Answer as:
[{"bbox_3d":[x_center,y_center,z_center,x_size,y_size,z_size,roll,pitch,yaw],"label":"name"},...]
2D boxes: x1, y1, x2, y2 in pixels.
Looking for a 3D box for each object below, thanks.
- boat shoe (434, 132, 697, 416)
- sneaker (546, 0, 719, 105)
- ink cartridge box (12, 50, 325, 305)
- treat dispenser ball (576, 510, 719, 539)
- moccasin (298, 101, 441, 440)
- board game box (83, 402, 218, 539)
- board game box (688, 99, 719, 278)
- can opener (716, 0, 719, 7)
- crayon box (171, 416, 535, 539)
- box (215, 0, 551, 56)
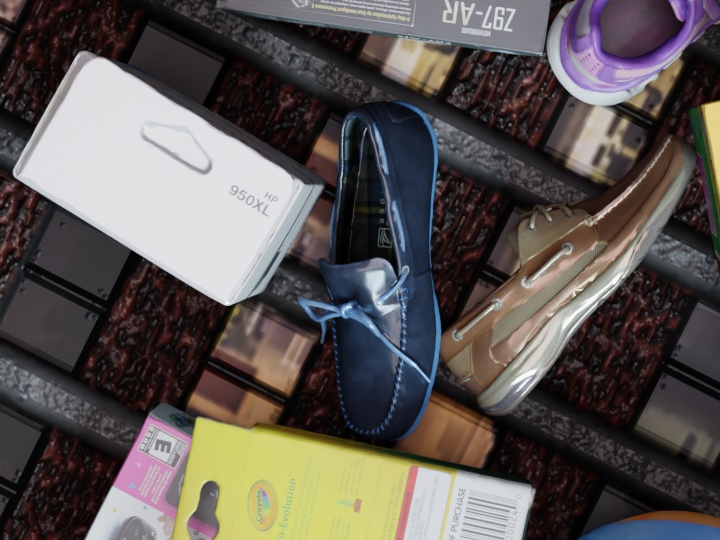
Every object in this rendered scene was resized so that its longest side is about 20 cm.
[{"bbox_3d":[0.120,-0.007,1.655,0.072,0.076,0.200,40,92,3],"label":"boat shoe"},{"bbox_3d":[0.195,-0.176,1.638,0.200,0.088,0.081,-43,88,2],"label":"sneaker"},{"bbox_3d":[-0.105,-0.053,1.600,0.144,0.200,0.084,31,93,2],"label":"ink cartridge box"},{"bbox_3d":[0.179,0.238,1.596,0.200,0.201,0.202,0,92,3],"label":"treat dispenser ball"},{"bbox_3d":[0.000,0.000,1.655,0.080,0.068,0.201,-6,83,35],"label":"moccasin"},{"bbox_3d":[-0.068,0.192,1.676,0.199,0.064,0.148,27,93,0],"label":"board game box"},{"bbox_3d":[0.230,0.000,1.610,0.040,0.153,0.201,-11,91,4],"label":"board game box"},{"bbox_3d":[0.291,-0.192,1.625,0.199,0.067,0.054,-20,91,-30],"label":"can opener"},{"bbox_3d":[-0.009,0.162,1.616,0.199,0.051,0.128,13,91,1],"label":"crayon box"},{"bbox_3d":[0.023,-0.220,1.666,0.199,0.044,0.161,8,92,3],"label":"box"}]
